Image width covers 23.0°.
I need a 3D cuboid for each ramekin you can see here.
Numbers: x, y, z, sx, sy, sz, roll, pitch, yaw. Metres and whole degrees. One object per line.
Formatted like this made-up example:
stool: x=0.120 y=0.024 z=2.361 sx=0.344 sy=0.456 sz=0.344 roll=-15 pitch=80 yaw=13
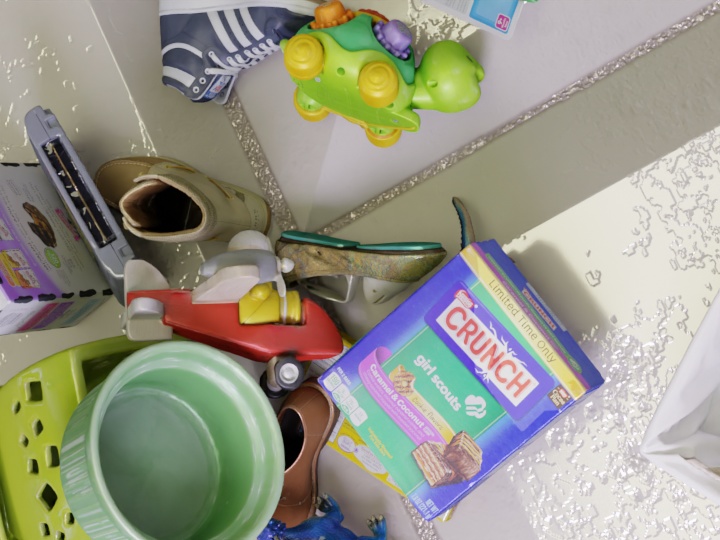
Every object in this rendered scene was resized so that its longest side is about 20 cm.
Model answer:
ramekin: x=-0.177 y=0.173 z=1.618 sx=0.097 sy=0.199 sz=0.202 roll=-27 pitch=80 yaw=52

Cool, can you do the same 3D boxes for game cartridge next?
game cartridge: x=-0.277 y=-0.060 z=1.795 sx=0.041 sy=0.133 sz=0.201 roll=-30 pitch=77 yaw=-6

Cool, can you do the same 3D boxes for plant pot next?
plant pot: x=-0.272 y=0.181 z=1.765 sx=0.180 sy=0.199 sz=0.201 roll=-17 pitch=85 yaw=30

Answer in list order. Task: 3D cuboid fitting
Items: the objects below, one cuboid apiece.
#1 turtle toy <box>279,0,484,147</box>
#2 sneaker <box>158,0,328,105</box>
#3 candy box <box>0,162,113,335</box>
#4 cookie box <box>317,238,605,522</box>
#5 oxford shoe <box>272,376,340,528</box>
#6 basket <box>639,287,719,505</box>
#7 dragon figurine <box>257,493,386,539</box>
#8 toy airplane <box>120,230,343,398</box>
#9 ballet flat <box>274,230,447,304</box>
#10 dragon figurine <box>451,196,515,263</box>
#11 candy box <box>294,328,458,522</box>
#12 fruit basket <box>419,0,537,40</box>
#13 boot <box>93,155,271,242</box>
turtle toy: x=0.017 y=-0.189 z=1.677 sx=0.198 sy=0.146 sz=0.102 roll=20 pitch=76 yaw=8
sneaker: x=-0.114 y=-0.219 z=1.757 sx=0.198 sy=0.070 sz=0.110 roll=4 pitch=90 yaw=27
candy box: x=-0.360 y=-0.023 z=1.791 sx=0.071 sy=0.200 sz=0.169 roll=-37 pitch=77 yaw=20
cookie box: x=0.091 y=0.099 z=1.615 sx=0.200 sy=0.075 sz=0.172 roll=-42 pitch=81 yaw=19
oxford shoe: x=-0.079 y=0.202 z=1.738 sx=0.071 sy=0.071 sz=0.202 roll=24 pitch=116 yaw=21
basket: x=0.353 y=0.101 z=1.539 sx=0.135 sy=0.123 sz=0.201 roll=31 pitch=101 yaw=20
dragon figurine: x=-0.015 y=0.277 z=1.686 sx=0.199 sy=0.100 sz=0.059 roll=27 pitch=125 yaw=0
toy airplane: x=-0.132 y=0.025 z=1.689 sx=0.198 sy=0.199 sz=0.142 roll=7 pitch=71 yaw=33
ballet flat: x=0.000 y=0.000 z=1.705 sx=0.198 sy=0.070 sz=0.072 roll=5 pitch=93 yaw=36
dragon figurine: x=0.107 y=0.032 z=1.674 sx=0.099 sy=0.059 sz=0.201 roll=-36 pitch=79 yaw=19
candy box: x=0.026 y=0.148 z=1.727 sx=0.199 sy=0.026 sz=0.103 roll=32 pitch=103 yaw=19
fruit basket: x=0.093 y=-0.337 z=1.658 sx=0.199 sy=0.094 sz=0.187 roll=28 pitch=101 yaw=23
boot: x=-0.205 y=-0.071 z=1.750 sx=0.198 sy=0.155 sz=0.074 roll=19 pitch=98 yaw=21
